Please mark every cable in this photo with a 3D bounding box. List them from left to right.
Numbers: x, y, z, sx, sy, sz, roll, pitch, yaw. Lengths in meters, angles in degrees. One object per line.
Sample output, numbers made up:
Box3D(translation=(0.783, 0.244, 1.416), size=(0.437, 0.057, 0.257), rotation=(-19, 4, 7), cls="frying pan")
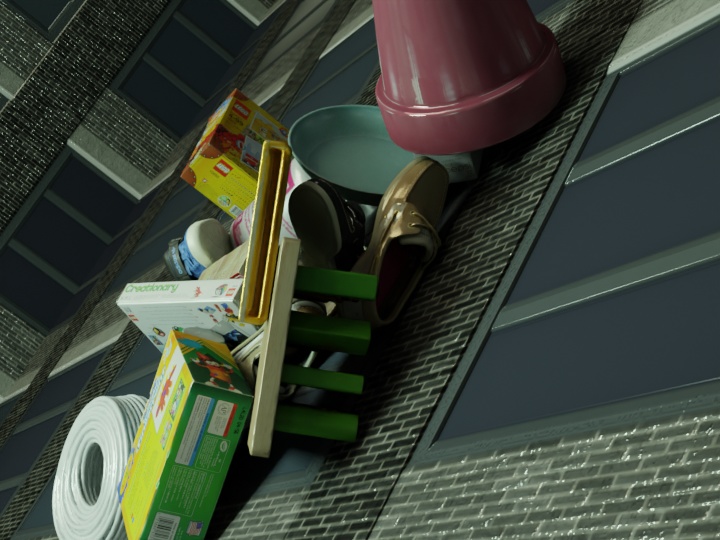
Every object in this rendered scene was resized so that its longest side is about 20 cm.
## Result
Box3D(translation=(-0.309, 0.251, 1.691), size=(0.199, 0.069, 0.202), rotation=(-26, 59, 48), cls="cable")

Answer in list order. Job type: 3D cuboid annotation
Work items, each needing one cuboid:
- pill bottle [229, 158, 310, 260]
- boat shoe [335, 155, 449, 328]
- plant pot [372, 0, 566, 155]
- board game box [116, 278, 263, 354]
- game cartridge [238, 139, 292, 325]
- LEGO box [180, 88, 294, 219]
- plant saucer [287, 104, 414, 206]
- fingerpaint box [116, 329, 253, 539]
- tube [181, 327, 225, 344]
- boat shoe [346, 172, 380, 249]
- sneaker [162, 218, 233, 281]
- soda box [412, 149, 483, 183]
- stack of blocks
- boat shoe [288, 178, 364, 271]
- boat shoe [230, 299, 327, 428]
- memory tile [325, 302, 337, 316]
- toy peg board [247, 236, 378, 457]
Box3D(translation=(-0.069, -0.081, 1.783), size=(0.200, 0.113, 0.114), rotation=(-43, 18, 30), cls="pill bottle")
Box3D(translation=(0.049, -0.026, 1.425), size=(0.069, 0.074, 0.201), rotation=(8, 68, 53), cls="boat shoe")
Box3D(translation=(0.095, -0.246, 1.425), size=(0.198, 0.180, 0.201), rotation=(-16, 31, 10), cls="plant pot")
Box3D(translation=(-0.181, 0.065, 1.635), size=(0.199, 0.126, 0.035), rotation=(-2, 48, 39), cls="board game box")
Box3D(translation=(-0.096, -0.042, 1.410), size=(0.200, 0.032, 0.178), rotation=(-116, 35, -86), cls="game cartridge")
Box3D(translation=(-0.133, -0.132, 1.921), size=(0.077, 0.200, 0.149), rotation=(-41, 20, 35), cls="LEGO box")
Box3D(translation=(0.014, -0.125, 1.571), size=(0.201, 0.198, 0.036), rotation=(-76, -4, -56), cls="plant saucer")
Box3D(translation=(-0.190, 0.188, 1.484), size=(0.167, 0.073, 0.201), rotation=(-136, 64, -68), cls="fingerpaint box")
Box3D(translation=(-0.203, 0.168, 1.598), size=(0.077, 0.050, 0.202), rotation=(-4, -69, -59), cls="tube")
Box3D(translation=(0.010, -0.087, 1.604), size=(0.074, 0.066, 0.200), rotation=(-43, 18, 25), cls="boat shoe")
Box3D(translation=(-0.216, -0.017, 1.828), size=(0.110, 0.077, 0.200), rotation=(-19, -3, 14), cls="sneaker")
Box3D(translation=(0.105, -0.177, 1.551), size=(0.063, 0.068, 0.201), rotation=(-9, 33, 18), cls="soda box")
Box3D(translation=(-0.124, 0.032, 1.674), size=(0.200, 0.115, 0.059), rotation=(-28, 31, 61), cls="stack of blocks")
Box3D(translation=(-0.025, -0.043, 1.468), size=(0.066, 0.074, 0.200), rotation=(-42, -31, -21), cls="boat shoe")
Box3D(translation=(-0.109, 0.114, 1.544), size=(0.200, 0.074, 0.069), rotation=(-54, 19, 18), cls="boat shoe")
Box3D(translation=(0.000, 0.000, 1.594), size=(0.200, 0.017, 0.154), rotation=(-33, 25, 52), cls="memory tile")
Box3D(translation=(-0.048, 0.082, 1.353), size=(0.199, 0.097, 0.202), rotation=(143, 136, -83), cls="toy peg board")
